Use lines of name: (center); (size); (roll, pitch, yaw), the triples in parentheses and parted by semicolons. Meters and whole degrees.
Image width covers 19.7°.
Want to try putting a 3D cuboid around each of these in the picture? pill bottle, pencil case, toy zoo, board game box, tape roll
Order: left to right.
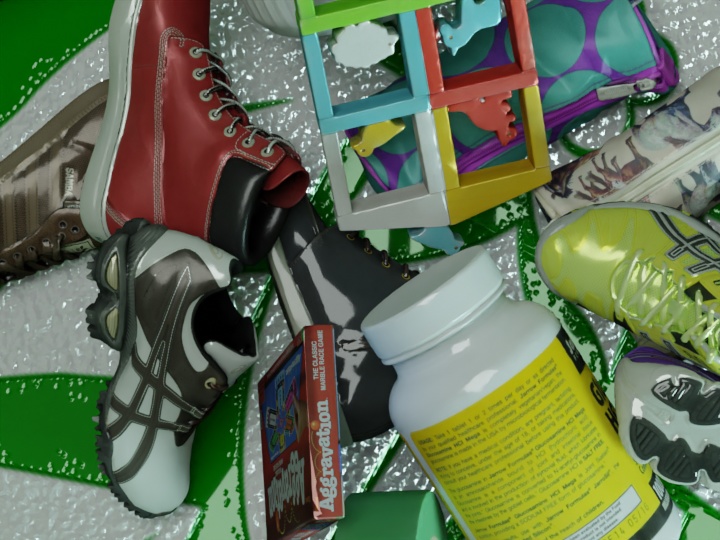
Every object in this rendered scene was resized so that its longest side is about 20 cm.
board game box: (-0.036, 0.100, 1.190); (0.019, 0.200, 0.104); (-3, 78, -10)
tape roll: (0.022, 0.224, 1.152); (0.048, 0.200, 0.203); (-3, 79, 9)
toy zoo: (0.037, -0.102, 1.186); (0.130, 0.020, 0.202); (-14, 116, -4)
pencil case: (0.091, -0.104, 1.258); (0.199, 0.085, 0.093); (-29, 45, 5)
pill bottle: (0.088, 0.092, 1.179); (0.112, 0.112, 0.201); (-32, 98, 3)
pencil case: (0.197, -0.069, 1.230); (0.199, 0.089, 0.078); (-33, 78, 4)

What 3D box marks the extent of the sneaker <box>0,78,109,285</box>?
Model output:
sneaker: (-0.202, -0.032, 1.308); (0.200, 0.070, 0.076); (-44, 77, 1)

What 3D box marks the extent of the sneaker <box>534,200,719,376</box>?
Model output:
sneaker: (0.191, 0.016, 1.157); (0.198, 0.076, 0.076); (19, 104, 11)

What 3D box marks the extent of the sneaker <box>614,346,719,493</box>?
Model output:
sneaker: (0.230, 0.100, 1.185); (0.199, 0.084, 0.081); (35, 107, -14)

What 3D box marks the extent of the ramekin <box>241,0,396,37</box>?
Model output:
ramekin: (0.004, -0.213, 1.245); (0.200, 0.203, 0.095); (-16, 111, 7)

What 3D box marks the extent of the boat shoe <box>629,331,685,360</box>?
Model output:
boat shoe: (0.245, -0.013, 1.222); (0.199, 0.072, 0.065); (-28, 77, 10)

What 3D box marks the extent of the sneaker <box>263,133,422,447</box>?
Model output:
sneaker: (0.000, 0.000, 1.272); (0.105, 0.075, 0.202); (-18, 79, -4)

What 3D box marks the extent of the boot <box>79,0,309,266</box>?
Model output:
boot: (-0.082, -0.106, 1.236); (0.143, 0.072, 0.202); (8, 87, 32)

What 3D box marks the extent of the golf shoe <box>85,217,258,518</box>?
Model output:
golf shoe: (-0.106, 0.068, 1.224); (0.094, 0.078, 0.202); (9, 125, 16)
